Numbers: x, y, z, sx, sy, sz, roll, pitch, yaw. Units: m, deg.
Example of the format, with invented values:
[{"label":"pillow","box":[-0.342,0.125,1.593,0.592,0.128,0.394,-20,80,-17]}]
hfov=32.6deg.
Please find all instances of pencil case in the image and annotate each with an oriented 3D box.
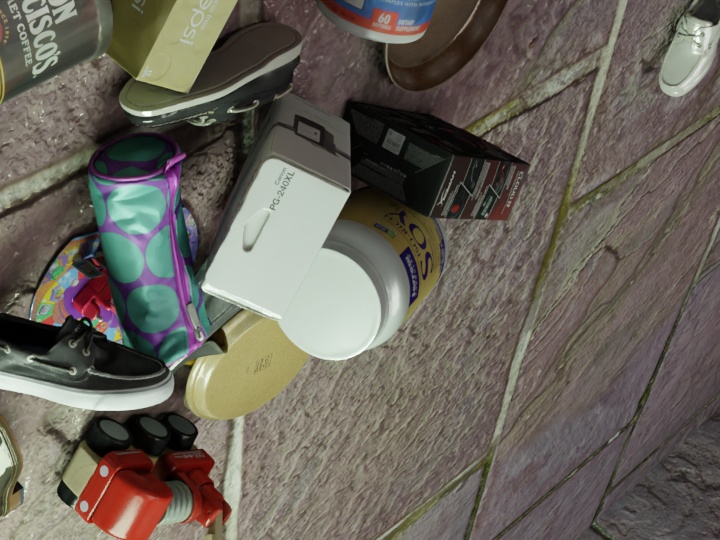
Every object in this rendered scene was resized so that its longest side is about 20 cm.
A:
[{"label":"pencil case","box":[-0.184,-0.017,1.092,0.085,0.092,0.201,-43,136,-45]}]

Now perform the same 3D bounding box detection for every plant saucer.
[{"label":"plant saucer","box":[0.088,-0.283,1.298,0.200,0.034,0.201,-37,149,-27]}]

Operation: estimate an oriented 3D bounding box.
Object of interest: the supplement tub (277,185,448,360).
[{"label":"supplement tub","box":[0.000,0.000,1.324,0.200,0.145,0.146,-44,161,-60]}]

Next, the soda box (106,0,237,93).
[{"label":"soda box","box":[-0.131,-0.246,0.977,0.068,0.064,0.201,5,119,-58]}]

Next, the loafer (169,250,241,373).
[{"label":"loafer","box":[-0.169,0.067,1.265,0.200,0.072,0.073,-54,-175,24]}]

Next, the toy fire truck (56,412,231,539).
[{"label":"toy fire truck","box":[-0.212,0.269,1.338,0.129,0.200,0.176,-58,152,14]}]

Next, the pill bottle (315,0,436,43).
[{"label":"pill bottle","box":[0.035,-0.315,1.093,0.112,0.112,0.201,-22,141,-43]}]

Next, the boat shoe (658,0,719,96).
[{"label":"boat shoe","box":[0.491,-0.353,1.793,0.201,0.071,0.069,-62,151,3]}]

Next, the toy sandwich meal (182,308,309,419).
[{"label":"toy sandwich meal","box":[-0.127,0.078,1.387,0.205,0.070,0.206,-34,149,-24]}]

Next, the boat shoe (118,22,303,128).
[{"label":"boat shoe","box":[-0.128,-0.160,1.084,0.200,0.074,0.061,-37,146,-42]}]

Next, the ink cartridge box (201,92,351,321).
[{"label":"ink cartridge box","box":[-0.075,-0.064,1.150,0.146,0.083,0.200,-61,-168,21]}]

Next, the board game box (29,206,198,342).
[{"label":"board game box","box":[-0.225,0.026,1.192,0.199,0.039,0.159,-20,140,-45]}]

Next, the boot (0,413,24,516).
[{"label":"boot","box":[-0.370,0.189,1.138,0.097,0.075,0.201,-36,151,-32]}]

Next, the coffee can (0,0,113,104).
[{"label":"coffee can","box":[-0.278,-0.159,0.769,0.200,0.146,0.147,-35,149,-27]}]

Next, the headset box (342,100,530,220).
[{"label":"headset box","box":[0.083,-0.118,1.360,0.200,0.148,0.075,-3,119,-56]}]

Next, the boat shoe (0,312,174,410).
[{"label":"boat shoe","box":[-0.259,0.069,1.068,0.070,0.199,0.067,-76,177,-63]}]
